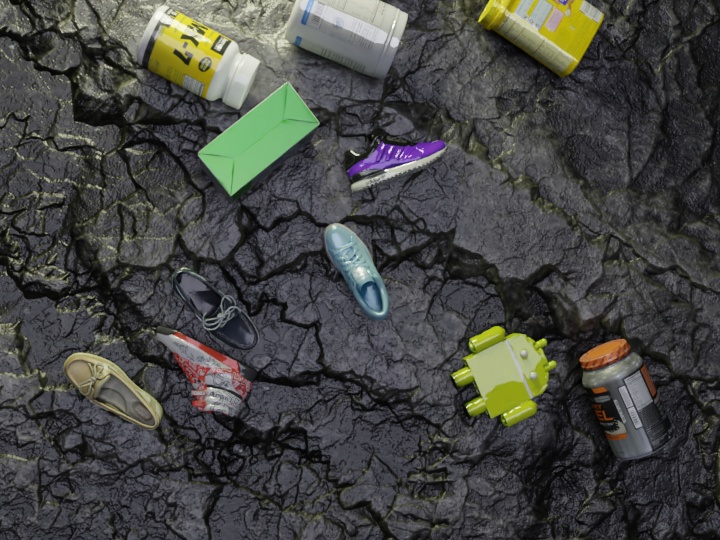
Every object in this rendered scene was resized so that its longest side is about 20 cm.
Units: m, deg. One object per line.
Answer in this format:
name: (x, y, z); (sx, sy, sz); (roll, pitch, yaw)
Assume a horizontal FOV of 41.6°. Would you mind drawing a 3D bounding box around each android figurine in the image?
android figurine: (0.274, 0.197, 1.795); (0.197, 0.041, 0.184); (-23, 92, -6)

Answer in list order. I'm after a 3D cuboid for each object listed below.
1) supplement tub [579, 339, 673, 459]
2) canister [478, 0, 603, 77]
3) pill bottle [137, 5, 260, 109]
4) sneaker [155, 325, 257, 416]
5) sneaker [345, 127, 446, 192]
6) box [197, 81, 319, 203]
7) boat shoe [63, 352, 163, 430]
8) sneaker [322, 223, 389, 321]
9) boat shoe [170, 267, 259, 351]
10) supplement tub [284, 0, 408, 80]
supplement tub: (0.495, 0.240, 1.783); (0.121, 0.123, 0.202); (-25, 92, -8)
canister: (0.344, -0.478, 1.795); (0.198, 0.087, 0.150); (32, 85, -8)
pill bottle: (-0.286, -0.375, 1.688); (0.198, 0.114, 0.116); (26, 85, -7)
sneaker: (-0.293, 0.185, 1.698); (0.199, 0.067, 0.109); (28, 83, -9)
sneaker: (0.061, -0.222, 1.757); (0.197, 0.070, 0.101); (-21, 89, -9)
box: (-0.182, -0.221, 1.668); (0.199, 0.176, 0.097); (-40, 94, -7)
boat shoe: (-0.438, 0.215, 1.679); (0.200, 0.063, 0.074); (39, 84, -6)
sneaker: (0.000, 0.000, 1.737); (0.073, 0.082, 0.201); (-34, 93, -8)
boat shoe: (-0.260, 0.070, 1.708); (0.075, 0.062, 0.200); (-43, 95, -9)
supplement tub: (-0.027, -0.442, 1.718); (0.197, 0.132, 0.134); (21, 86, -8)
